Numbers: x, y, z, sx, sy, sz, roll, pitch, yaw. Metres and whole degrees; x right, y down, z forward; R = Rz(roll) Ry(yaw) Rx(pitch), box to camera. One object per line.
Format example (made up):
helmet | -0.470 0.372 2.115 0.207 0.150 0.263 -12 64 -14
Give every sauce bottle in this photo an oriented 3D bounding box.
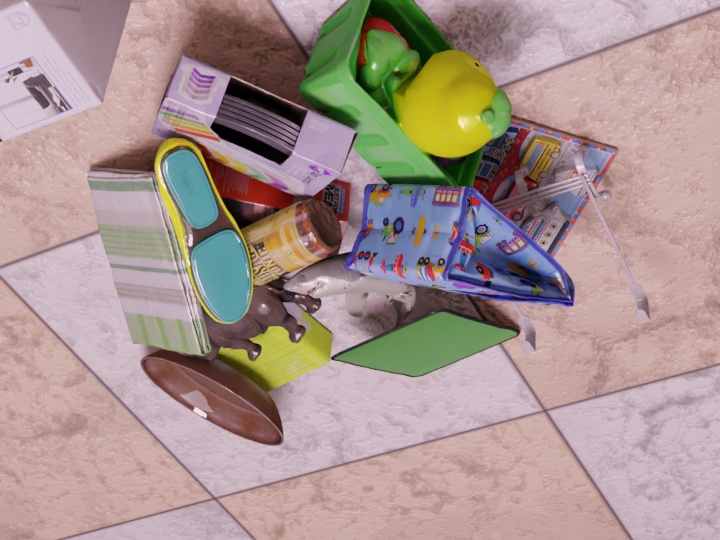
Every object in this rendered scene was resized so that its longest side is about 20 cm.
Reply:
sauce bottle | -0.112 -0.014 1.603 0.199 0.067 0.066 -25 129 31

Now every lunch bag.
lunch bag | 0.111 -0.012 1.515 0.199 0.095 0.150 22 169 -40

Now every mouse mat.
mouse mat | 0.078 0.086 1.759 0.160 0.008 0.199 -25 159 28

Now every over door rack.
over door rack | 0.205 -0.024 1.615 0.146 0.067 0.202 -17 113 23

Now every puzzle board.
puzzle board | 0.167 -0.078 1.633 0.149 0.018 0.201 16 137 -10

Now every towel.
towel | -0.225 -0.012 1.631 0.148 0.030 0.203 8 116 50

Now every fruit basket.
fruit basket | 0.067 -0.170 1.440 0.213 0.157 0.217 13 148 9

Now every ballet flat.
ballet flat | -0.161 -0.044 1.548 0.066 0.067 0.202 -24 113 -13

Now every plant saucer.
plant saucer | -0.173 0.146 1.844 0.198 0.037 0.201 26 161 10

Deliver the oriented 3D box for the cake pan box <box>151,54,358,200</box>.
cake pan box | -0.108 -0.137 1.489 0.182 0.053 0.200 21 171 -11

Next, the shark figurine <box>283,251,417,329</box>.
shark figurine | 0.020 -0.001 1.650 0.127 0.091 0.214 -26 154 24

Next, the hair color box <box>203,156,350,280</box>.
hair color box | -0.118 -0.055 1.653 0.197 0.064 0.112 10 136 -7

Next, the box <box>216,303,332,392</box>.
box | -0.141 0.061 1.790 0.121 0.048 0.200 -26 128 30

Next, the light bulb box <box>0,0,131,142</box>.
light bulb box | -0.330 -0.226 1.393 0.198 0.200 0.125 -17 131 21

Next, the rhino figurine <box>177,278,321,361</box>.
rhino figurine | -0.141 0.059 1.709 0.199 0.060 0.087 -25 135 39
